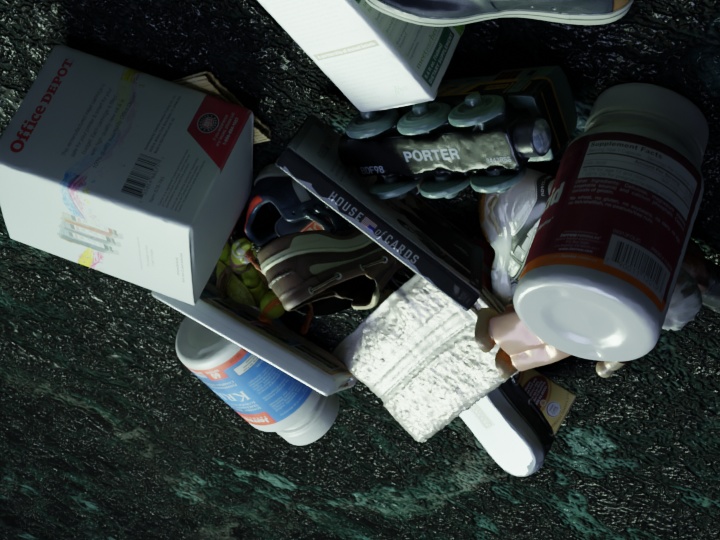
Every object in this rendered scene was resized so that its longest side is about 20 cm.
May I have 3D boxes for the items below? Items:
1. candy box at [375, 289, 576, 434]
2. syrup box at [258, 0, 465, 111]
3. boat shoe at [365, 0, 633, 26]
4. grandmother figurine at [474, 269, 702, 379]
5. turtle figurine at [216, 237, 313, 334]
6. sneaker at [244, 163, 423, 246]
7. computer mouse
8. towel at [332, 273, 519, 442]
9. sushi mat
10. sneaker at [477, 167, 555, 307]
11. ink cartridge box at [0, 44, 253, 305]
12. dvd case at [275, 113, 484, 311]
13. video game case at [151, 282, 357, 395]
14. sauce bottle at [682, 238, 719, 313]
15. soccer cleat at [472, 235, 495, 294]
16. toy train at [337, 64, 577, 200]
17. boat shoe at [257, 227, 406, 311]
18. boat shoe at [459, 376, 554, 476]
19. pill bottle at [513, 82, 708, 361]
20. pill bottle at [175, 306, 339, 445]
[{"bbox_3d":[0.112,0.095,1.639,0.200,0.056,0.117,30,176,-15],"label":"candy box"},{"bbox_3d":[-0.015,-0.217,1.209,0.081,0.079,0.200,-5,141,42],"label":"syrup box"},{"bbox_3d":[0.096,-0.216,1.134,0.200,0.075,0.062,4,145,13],"label":"boat shoe"},{"bbox_3d":[0.193,0.038,1.340,0.200,0.061,0.121,-15,134,36],"label":"grandmother figurine"},{"bbox_3d":[-0.122,0.002,1.615,0.161,0.064,0.200,46,177,22],"label":"turtle figurine"},{"bbox_3d":[-0.029,-0.058,1.487,0.200,0.085,0.075,-8,139,43],"label":"sneaker"},{"bbox_3d":[-0.048,-0.001,1.639,0.140,0.046,0.200,39,148,-29],"label":"computer mouse"},{"bbox_3d":[0.067,0.077,1.502,0.133,0.034,0.200,47,135,2],"label":"towel"},{"bbox_3d":[-0.183,-0.142,1.528,0.200,0.012,0.096,-8,139,43],"label":"sushi mat"},{"bbox_3d":[0.165,-0.015,1.431,0.088,0.076,0.200,10,150,23],"label":"sneaker"},{"bbox_3d":[-0.219,-0.089,1.479,0.200,0.145,0.145,20,151,7],"label":"ink cartridge box"},{"bbox_3d":[0.021,-0.053,1.356,0.200,0.150,0.025,37,105,-5],"label":"dvd case"},{"bbox_3d":[-0.101,0.065,1.602,0.200,0.024,0.182,30,-177,7],"label":"video game case"},{"bbox_3d":[0.250,-0.009,1.363,0.200,0.066,0.066,22,155,-27],"label":"sauce bottle"},{"bbox_3d":[0.141,0.046,1.554,0.067,0.076,0.200,6,147,28],"label":"soccer cleat"},{"bbox_3d":[0.078,-0.114,1.283,0.200,0.114,0.085,-1,120,40],"label":"toy train"},{"bbox_3d":[-0.003,0.003,1.477,0.202,0.075,0.075,-9,161,-37],"label":"boat shoe"},{"bbox_3d":[0.123,0.105,1.550,0.200,0.066,0.070,52,134,-1],"label":"boat shoe"},{"bbox_3d":[0.200,-0.040,1.231,0.114,0.200,0.114,17,151,10],"label":"pill bottle"},{"bbox_3d":[-0.111,0.115,1.817,0.112,0.112,0.200,-4,142,40],"label":"pill bottle"}]
